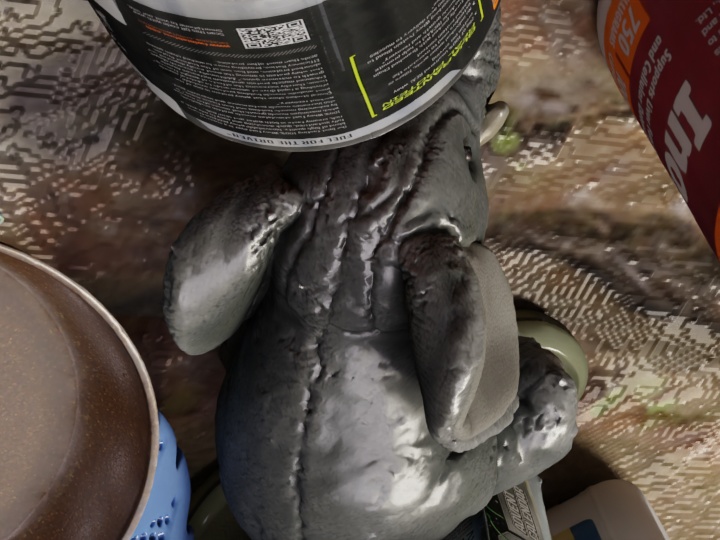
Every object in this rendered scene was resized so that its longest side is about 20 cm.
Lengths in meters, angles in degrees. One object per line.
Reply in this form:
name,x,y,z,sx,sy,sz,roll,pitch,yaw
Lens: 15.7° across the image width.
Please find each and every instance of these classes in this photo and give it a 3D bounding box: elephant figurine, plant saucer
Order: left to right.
plant saucer,-0.158,0.056,0.754,0.200,0.032,0.201,-11,132,-13
elephant figurine,0.000,0.000,0.861,0.141,0.155,0.200,-14,144,-9

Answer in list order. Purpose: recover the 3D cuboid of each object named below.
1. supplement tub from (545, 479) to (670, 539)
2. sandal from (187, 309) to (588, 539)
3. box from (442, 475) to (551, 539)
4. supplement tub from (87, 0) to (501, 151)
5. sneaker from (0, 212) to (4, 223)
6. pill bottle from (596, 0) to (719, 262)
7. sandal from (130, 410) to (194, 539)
supplement tub,0.056,0.191,1.078,0.200,0.145,0.145,-28,139,5
sandal,0.003,0.089,1.013,0.201,0.057,0.080,-36,137,13
box,-0.006,0.168,0.945,0.040,0.137,0.200,35,111,-22
supplement tub,-0.022,-0.105,0.711,0.122,0.123,0.200,-24,166,0
sneaker,-0.138,-0.010,0.832,0.105,0.076,0.200,-36,137,12
pill bottle,0.162,-0.036,0.850,0.113,0.200,0.113,-13,137,-12
sandal,-0.073,0.121,0.900,0.079,0.087,0.200,-34,137,-24
